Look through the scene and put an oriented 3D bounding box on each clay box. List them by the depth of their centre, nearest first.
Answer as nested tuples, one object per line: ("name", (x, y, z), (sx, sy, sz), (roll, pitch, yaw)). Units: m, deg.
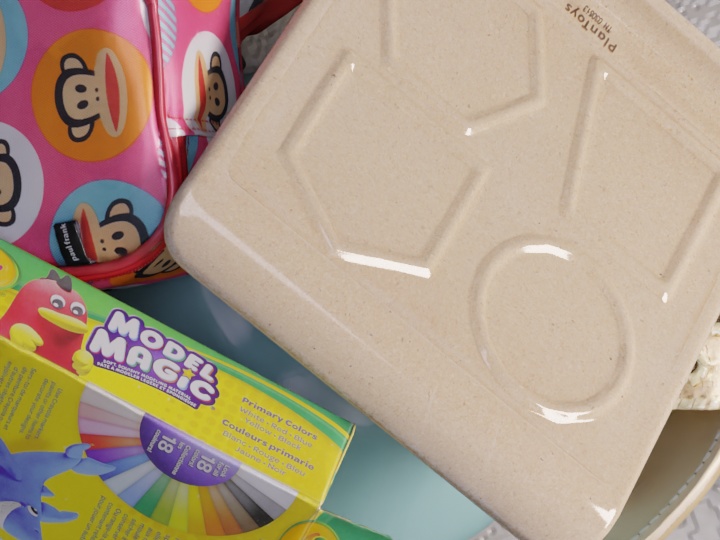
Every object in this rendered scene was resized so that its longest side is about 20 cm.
("clay box", (-0.091, 0.067, 1.001), (0.199, 0.048, 0.115), (28, 130, -4))

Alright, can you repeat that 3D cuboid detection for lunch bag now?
("lunch bag", (-0.130, -0.090, 1.032), (0.175, 0.082, 0.202), (-6, 87, 25))

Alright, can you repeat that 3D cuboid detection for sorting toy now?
("sorting toy", (0.046, -0.028, 1.028), (0.185, 0.036, 0.201), (39, 59, -11))

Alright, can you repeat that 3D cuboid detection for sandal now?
("sandal", (0.121, 0.018, 1.126), (0.212, 0.078, 0.070), (-48, 125, -9))

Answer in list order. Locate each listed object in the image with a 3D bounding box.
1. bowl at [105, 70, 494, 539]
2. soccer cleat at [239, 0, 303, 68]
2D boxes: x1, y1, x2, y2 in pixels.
("bowl", (0.000, 0.000, 1.086), (0.199, 0.105, 0.202), (5, 70, -13))
("soccer cleat", (-0.034, -0.138, 1.122), (0.200, 0.069, 0.085), (-39, 103, -14))
